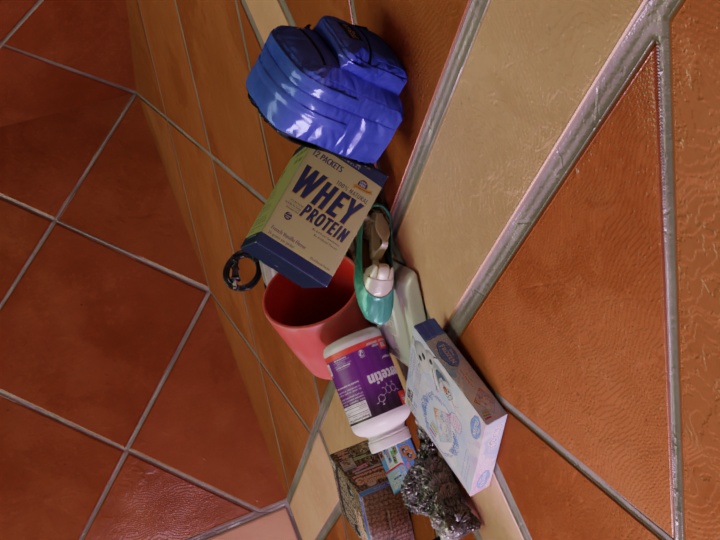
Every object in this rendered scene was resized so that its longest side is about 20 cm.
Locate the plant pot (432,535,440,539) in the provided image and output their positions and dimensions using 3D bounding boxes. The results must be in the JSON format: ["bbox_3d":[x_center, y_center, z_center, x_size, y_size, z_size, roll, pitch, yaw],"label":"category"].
[{"bbox_3d":[0.122,0.635,1.671,0.201,0.175,0.201,95,151,-52],"label":"plant pot"}]

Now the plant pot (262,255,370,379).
[{"bbox_3d":[-0.066,0.095,1.727,0.201,0.198,0.179,51,168,49],"label":"plant pot"}]

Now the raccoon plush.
[{"bbox_3d":[0.131,0.355,1.527,0.133,0.096,0.203,13,119,61],"label":"raccoon plush"}]

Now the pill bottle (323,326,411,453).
[{"bbox_3d":[0.018,0.209,1.592,0.203,0.111,0.112,68,162,8],"label":"pill bottle"}]

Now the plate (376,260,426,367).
[{"bbox_3d":[0.062,0.079,1.561,0.199,0.032,0.203,-150,45,-65],"label":"plate"}]

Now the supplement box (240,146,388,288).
[{"bbox_3d":[-0.081,-0.092,1.486,0.133,0.202,0.200,31,171,-12],"label":"supplement box"}]

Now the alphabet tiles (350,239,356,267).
[{"bbox_3d":[0.000,0.000,1.600,0.200,0.007,0.170,-89,-13,-76],"label":"alphabet tiles"}]

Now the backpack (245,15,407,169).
[{"bbox_3d":[-0.052,-0.264,1.271,0.163,0.198,0.169,53,123,41],"label":"backpack"}]

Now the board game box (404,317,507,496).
[{"bbox_3d":[0.141,0.211,1.404,0.200,0.043,0.202,55,155,35],"label":"board game box"}]

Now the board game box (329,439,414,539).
[{"bbox_3d":[0.023,0.491,1.967,0.200,0.095,0.162,-146,41,-64],"label":"board game box"}]

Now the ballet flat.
[{"bbox_3d":[0.024,-0.017,1.468,0.070,0.066,0.204,131,137,-67],"label":"ballet flat"}]

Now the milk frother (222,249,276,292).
[{"bbox_3d":[-0.212,-0.016,2.021,0.189,0.197,0.183,87,167,-56],"label":"milk frother"}]

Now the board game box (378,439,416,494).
[{"bbox_3d":[0.059,0.331,1.803,0.152,0.036,0.203,119,130,-67],"label":"board game box"}]
